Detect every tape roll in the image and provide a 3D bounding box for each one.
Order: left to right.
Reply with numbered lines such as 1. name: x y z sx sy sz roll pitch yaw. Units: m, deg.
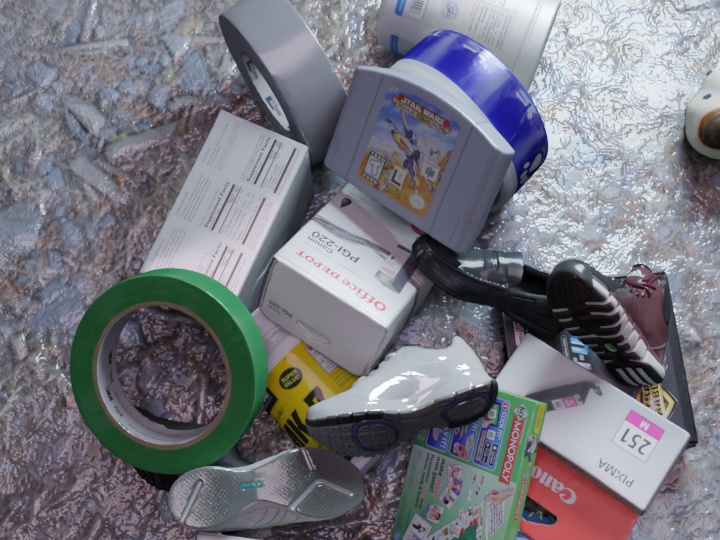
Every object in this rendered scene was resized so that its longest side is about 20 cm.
1. tape roll: -0.194 0.101 0.971 0.197 0.048 0.204 2 100 10
2. tape roll: -0.084 -0.221 1.104 0.066 0.201 0.202 -33 76 -7

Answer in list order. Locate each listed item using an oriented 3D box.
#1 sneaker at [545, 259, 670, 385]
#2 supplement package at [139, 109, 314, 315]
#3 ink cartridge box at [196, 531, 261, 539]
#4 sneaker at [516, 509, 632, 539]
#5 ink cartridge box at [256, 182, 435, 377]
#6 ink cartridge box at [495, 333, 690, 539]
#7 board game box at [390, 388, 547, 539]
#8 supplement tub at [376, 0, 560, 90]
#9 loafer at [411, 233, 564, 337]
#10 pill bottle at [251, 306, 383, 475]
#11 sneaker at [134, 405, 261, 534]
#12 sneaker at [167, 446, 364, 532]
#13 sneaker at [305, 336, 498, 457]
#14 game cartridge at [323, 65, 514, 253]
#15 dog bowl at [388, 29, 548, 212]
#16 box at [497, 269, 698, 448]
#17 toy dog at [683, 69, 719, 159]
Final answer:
1. sneaker: 0.269 0.025 1.012 0.075 0.200 0.117 -3 51 44
2. supplement package: -0.143 -0.044 1.077 0.109 0.156 0.202 23 76 6
3. ink cartridge box: -0.069 0.353 0.967 0.196 0.146 0.149 6 74 4
4. sneaker: 0.184 0.281 1.019 0.197 0.076 0.107 -20 74 -3
5. ink cartridge box: 0.000 0.000 1.049 0.144 0.085 0.200 31 43 9
6. ink cartridge box: 0.209 0.191 0.995 0.199 0.044 0.175 32 78 24
7. board game box: 0.109 0.219 0.998 0.133 0.029 0.204 14 90 38
8. supplement tub: 0.129 -0.302 1.157 0.197 0.132 0.134 22 76 7
9. loafer: 0.148 0.004 1.021 0.198 0.071 0.069 24 37 -16
10. pill bottle: -0.048 0.130 1.048 0.114 0.114 0.200 -43 77 -10
11. sneaker: -0.186 0.204 1.058 0.198 0.077 0.091 32 50 19
12. sneaker: -0.094 0.222 0.958 0.197 0.080 0.072 -2 67 -14
13. sneaker: 0.037 0.126 0.970 0.197 0.075 0.088 -12 48 -13
14. game cartridge: 0.057 -0.125 0.992 0.199 0.041 0.135 34 121 26
15. dog bowl: 0.115 -0.168 1.084 0.079 0.200 0.200 -42 77 -12
16. box: 0.261 0.109 1.081 0.195 0.050 0.204 -4 73 -1
17. toy dog: 0.481 -0.179 1.127 0.196 0.140 0.197 5 110 1
